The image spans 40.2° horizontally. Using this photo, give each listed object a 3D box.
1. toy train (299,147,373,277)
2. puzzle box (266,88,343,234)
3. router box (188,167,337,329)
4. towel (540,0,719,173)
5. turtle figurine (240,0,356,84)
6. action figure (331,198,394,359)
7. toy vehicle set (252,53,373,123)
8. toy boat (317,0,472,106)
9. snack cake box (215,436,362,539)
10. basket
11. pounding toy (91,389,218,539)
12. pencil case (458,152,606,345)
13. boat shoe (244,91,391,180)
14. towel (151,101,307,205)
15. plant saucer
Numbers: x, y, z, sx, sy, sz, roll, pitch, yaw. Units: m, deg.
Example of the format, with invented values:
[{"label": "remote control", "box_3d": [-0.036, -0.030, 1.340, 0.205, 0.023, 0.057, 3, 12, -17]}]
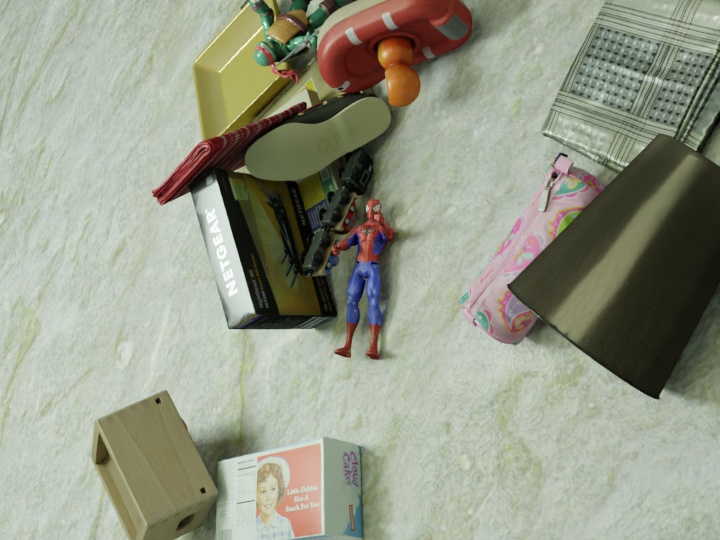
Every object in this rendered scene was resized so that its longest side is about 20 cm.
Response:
[{"label": "toy train", "box_3d": [-0.027, -0.071, 1.257, 0.034, 0.046, 0.200, -3, 53, 40]}, {"label": "puzzle box", "box_3d": [-0.086, -0.131, 1.356, 0.133, 0.025, 0.200, -29, 69, 33]}, {"label": "router box", "box_3d": [-0.123, -0.025, 1.260, 0.052, 0.157, 0.200, -29, 71, 33]}, {"label": "towel", "box_3d": [0.294, -0.195, 1.017, 0.200, 0.034, 0.193, 36, 102, 45]}, {"label": "turtle figurine", "box_3d": [-0.098, -0.347, 1.371, 0.150, 0.101, 0.200, 34, 63, 11]}, {"label": "action figure", "box_3d": [0.000, 0.000, 1.201, 0.065, 0.099, 0.201, 2, 74, 19]}, {"label": "toy vehicle set", "box_3d": [-0.071, -0.228, 1.402, 0.200, 0.026, 0.124, -39, 52, 29]}, {"label": "toy boat", "box_3d": [0.042, -0.264, 1.217, 0.200, 0.130, 0.131, -16, 71, 31]}, {"label": "snack cake box", "box_3d": [-0.092, 0.282, 1.218, 0.200, 0.067, 0.115, -20, 61, 39]}, {"label": "basket", "box_3d": [0.264, -0.015, 0.919, 0.180, 0.136, 0.200, 40, 101, 30]}, {"label": "pounding toy", "box_3d": [-0.273, 0.264, 1.340, 0.184, 0.142, 0.200, 59, 152, 18]}, {"label": "pencil case", "box_3d": [0.184, -0.020, 1.032, 0.087, 0.087, 0.200, 45, 110, 44]}, {"label": "boat shoe", "box_3d": [-0.060, -0.174, 1.283, 0.201, 0.074, 0.063, -25, 25, -12]}, {"label": "towel", "box_3d": [-0.168, -0.155, 1.275, 0.145, 0.200, 0.023, -35, 90, 42]}, {"label": "plant saucer", "box_3d": [-0.173, -0.305, 1.510, 0.200, 0.048, 0.200, -38, 47, 30]}]
